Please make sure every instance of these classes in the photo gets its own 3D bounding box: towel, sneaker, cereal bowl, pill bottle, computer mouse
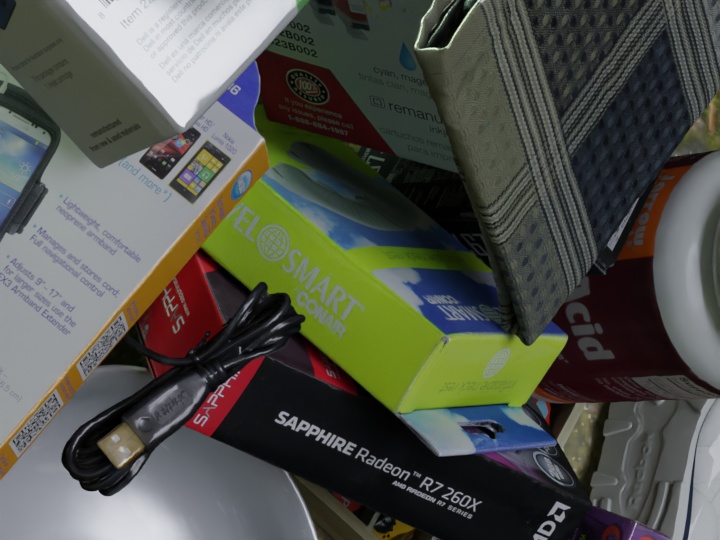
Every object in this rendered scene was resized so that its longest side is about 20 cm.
[{"bbox_3d":[0.090,-0.096,1.172,0.193,0.034,0.200,-53,147,-24],"label":"towel"},{"bbox_3d":[0.173,0.080,1.462,0.080,0.076,0.200,34,72,-42],"label":"sneaker"},{"bbox_3d":[-0.115,0.145,1.223,0.200,0.083,0.201,11,71,-35],"label":"cereal bowl"},{"bbox_3d":[0.150,0.003,1.328,0.114,0.200,0.114,3,84,-36],"label":"pill bottle"},{"bbox_3d":[-0.119,0.015,1.184,0.110,0.200,0.044,-46,138,-12],"label":"computer mouse"}]

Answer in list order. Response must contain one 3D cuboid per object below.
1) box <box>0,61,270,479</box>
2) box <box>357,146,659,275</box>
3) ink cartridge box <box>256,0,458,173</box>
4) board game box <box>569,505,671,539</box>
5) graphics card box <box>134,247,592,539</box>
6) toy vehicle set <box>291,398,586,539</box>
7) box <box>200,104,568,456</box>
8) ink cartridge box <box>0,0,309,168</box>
[{"bbox_3d":[-0.128,-0.025,1.125,0.119,0.041,0.200,39,77,11],"label":"box"},{"bbox_3d":[0.088,-0.091,1.346,0.044,0.160,0.200,44,63,-32],"label":"box"},{"bbox_3d":[0.035,-0.165,1.211,0.145,0.145,0.200,-49,142,-34],"label":"ink cartridge box"},{"bbox_3d":[0.060,0.196,1.308,0.032,0.120,0.200,26,85,-28],"label":"board game box"},{"bbox_3d":[-0.003,0.053,1.264,0.200,0.126,0.051,27,108,-26],"label":"graphics card box"},{"bbox_3d":[0.048,0.054,1.391,0.124,0.026,0.200,43,64,-26],"label":"toy vehicle set"},{"bbox_3d":[0.000,0.000,1.247,0.048,0.200,0.122,-57,156,16],"label":"box"},{"bbox_3d":[-0.104,-0.161,1.067,0.200,0.087,0.145,47,67,-13],"label":"ink cartridge box"}]
